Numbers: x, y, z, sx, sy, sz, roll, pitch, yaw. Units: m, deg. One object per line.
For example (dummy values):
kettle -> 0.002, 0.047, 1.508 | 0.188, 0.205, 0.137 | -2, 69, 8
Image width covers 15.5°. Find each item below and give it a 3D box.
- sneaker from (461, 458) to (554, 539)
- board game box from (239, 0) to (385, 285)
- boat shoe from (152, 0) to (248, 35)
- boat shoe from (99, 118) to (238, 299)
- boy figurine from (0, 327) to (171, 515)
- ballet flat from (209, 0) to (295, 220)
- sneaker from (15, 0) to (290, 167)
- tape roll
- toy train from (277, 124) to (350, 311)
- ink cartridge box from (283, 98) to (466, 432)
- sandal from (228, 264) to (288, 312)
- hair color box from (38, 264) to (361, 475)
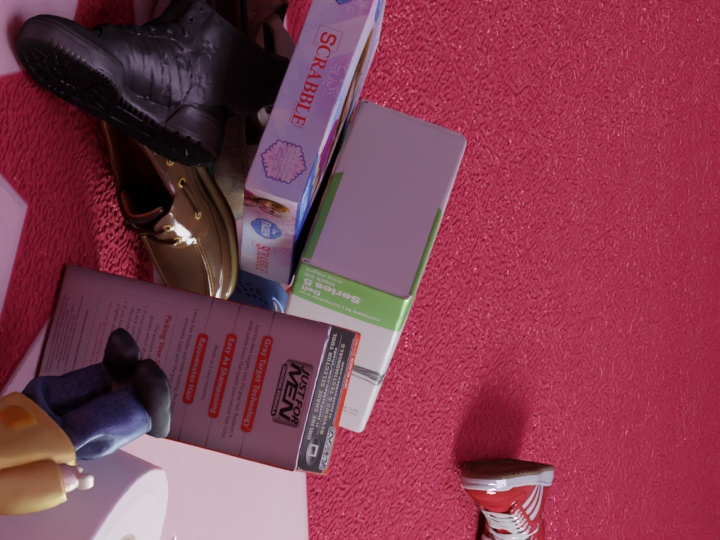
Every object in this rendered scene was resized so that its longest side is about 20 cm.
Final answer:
sneaker -> 0.142, 0.246, 2.625 | 0.200, 0.071, 0.113 | 8, 91, -70
board game box -> -0.030, -0.111, 1.802 | 0.200, 0.041, 0.200 | 103, 7, -75
boat shoe -> -0.104, -0.216, 1.810 | 0.074, 0.060, 0.200 | -29, 128, -60
boat shoe -> -0.138, -0.049, 1.817 | 0.068, 0.072, 0.200 | -49, 138, -40
boy figurine -> -0.222, 0.102, 1.647 | 0.200, 0.124, 0.064 | -20, 138, -27
ballet flat -> -0.074, -0.118, 1.925 | 0.068, 0.067, 0.200 | -49, 145, -48
sneaker -> -0.133, -0.141, 1.724 | 0.200, 0.060, 0.104 | 33, 61, -35
tape roll -> -0.202, 0.207, 1.731 | 0.203, 0.071, 0.202 | -62, 169, -21
toy train -> -0.027, -0.028, 2.053 | 0.056, 0.150, 0.200 | 0, 95, -33
ink cartridge box -> 0.000, 0.000, 1.875 | 0.200, 0.084, 0.146 | 109, 0, -57
sandal -> -0.090, 0.034, 1.971 | 0.200, 0.079, 0.087 | -11, 109, -74
hair color box -> -0.110, 0.066, 1.765 | 0.061, 0.200, 0.102 | 21, 83, -67
